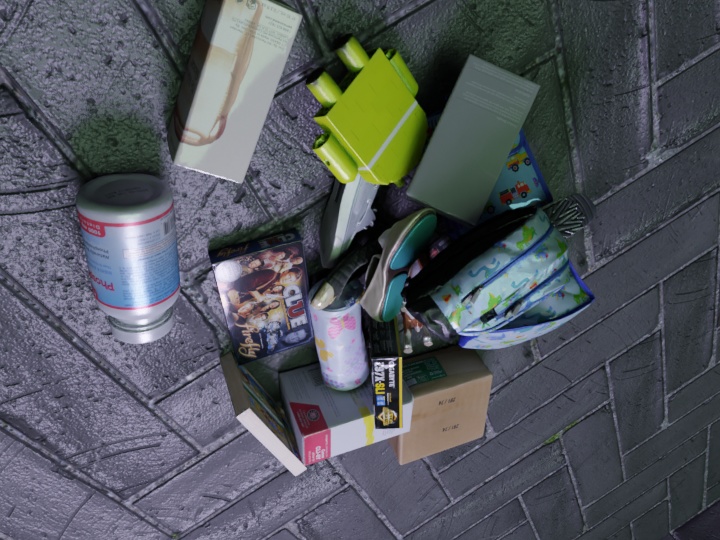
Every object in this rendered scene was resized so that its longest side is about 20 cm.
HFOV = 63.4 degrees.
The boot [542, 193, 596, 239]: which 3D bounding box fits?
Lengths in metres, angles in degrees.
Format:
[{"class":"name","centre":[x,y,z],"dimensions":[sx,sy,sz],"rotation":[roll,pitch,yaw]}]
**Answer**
[{"class":"boot","centre":[0.262,-0.049,0.902],"dimensions":[0.163,0.200,0.066],"rotation":[-23,86,5]}]

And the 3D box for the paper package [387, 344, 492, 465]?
[{"class":"paper package","centre":[0.146,0.259,1.147],"dimensions":[0.198,0.104,0.192],"rotation":[-13,126,-18]}]

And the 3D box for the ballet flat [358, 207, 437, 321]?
[{"class":"ballet flat","centre":[0.044,-0.015,0.814],"dimensions":[0.069,0.070,0.201],"rotation":[1,129,-27]}]

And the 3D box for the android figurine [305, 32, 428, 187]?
[{"class":"android figurine","centre":[0.017,-0.196,0.758],"dimensions":[0.200,0.041,0.183],"rotation":[45,71,-35]}]

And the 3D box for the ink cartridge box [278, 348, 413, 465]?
[{"class":"ink cartridge box","centre":[-0.026,0.229,1.010],"dimensions":[0.198,0.145,0.084],"rotation":[-13,128,-18]}]

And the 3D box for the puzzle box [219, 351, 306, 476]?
[{"class":"puzzle box","centre":[-0.159,0.237,0.958],"dimensions":[0.025,0.133,0.201],"rotation":[-31,131,-3]}]

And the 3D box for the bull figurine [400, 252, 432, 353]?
[{"class":"bull figurine","centre":[0.094,0.056,0.953],"dimensions":[0.064,0.122,0.201],"rotation":[-5,140,9]}]

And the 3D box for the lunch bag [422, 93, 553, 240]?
[{"class":"lunch bag","centre":[0.169,-0.165,0.860],"dimensions":[0.149,0.094,0.202],"rotation":[-25,102,4]}]

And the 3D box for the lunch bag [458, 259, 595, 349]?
[{"class":"lunch bag","centre":[0.273,0.069,1.026],"dimensions":[0.199,0.128,0.170],"rotation":[-29,166,-12]}]

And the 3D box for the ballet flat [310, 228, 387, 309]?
[{"class":"ballet flat","centre":[0.000,0.000,0.866],"dimensions":[0.200,0.057,0.066],"rotation":[-39,175,-38]}]

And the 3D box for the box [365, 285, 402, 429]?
[{"class":"box","centre":[0.037,0.123,0.932],"dimensions":[0.049,0.201,0.161],"rotation":[-2,127,-1]}]

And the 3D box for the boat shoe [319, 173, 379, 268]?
[{"class":"boat shoe","centre":[-0.006,-0.091,0.845],"dimensions":[0.071,0.070,0.203],"rotation":[7,116,-23]}]

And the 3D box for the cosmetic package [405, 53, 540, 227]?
[{"class":"cosmetic package","centre":[0.146,-0.168,0.782],"dimensions":[0.106,0.090,0.202],"rotation":[26,96,3]}]

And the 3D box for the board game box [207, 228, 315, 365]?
[{"class":"board game box","centre":[-0.145,0.044,0.894],"dimensions":[0.134,0.035,0.202],"rotation":[-17,128,-16]}]

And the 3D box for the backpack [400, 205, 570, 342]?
[{"class":"backpack","centre":[0.167,0.003,0.749],"dimensions":[0.153,0.163,0.200],"rotation":[40,98,2]}]

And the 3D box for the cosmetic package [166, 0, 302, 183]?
[{"class":"cosmetic package","centre":[-0.150,-0.218,0.665],"dimensions":[0.086,0.104,0.202],"rotation":[11,115,-30]}]

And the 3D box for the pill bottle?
[{"class":"pill bottle","centre":[-0.286,-0.011,0.736],"dimensions":[0.108,0.109,0.202],"rotation":[-8,125,-21]}]

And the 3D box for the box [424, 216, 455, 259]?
[{"class":"box","centre":[0.199,-0.049,0.995],"dimensions":[0.199,0.044,0.160],"rotation":[-37,130,2]}]

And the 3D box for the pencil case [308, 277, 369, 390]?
[{"class":"pencil case","centre":[-0.031,0.102,0.943],"dimensions":[0.090,0.083,0.202],"rotation":[-33,137,-32]}]
